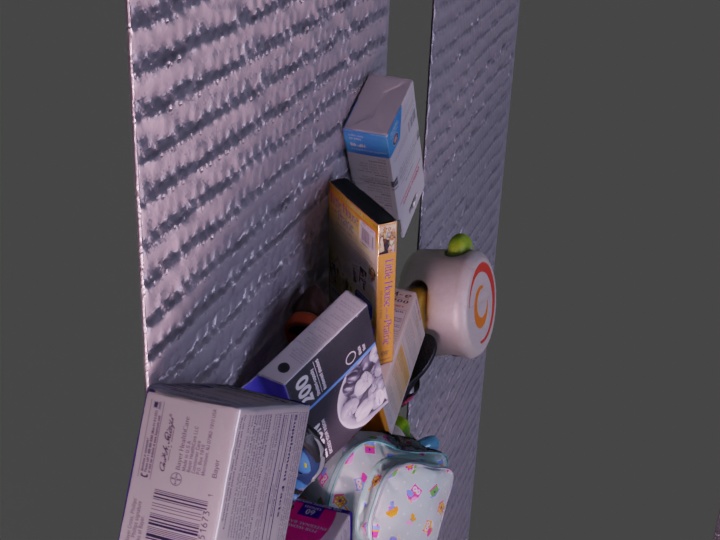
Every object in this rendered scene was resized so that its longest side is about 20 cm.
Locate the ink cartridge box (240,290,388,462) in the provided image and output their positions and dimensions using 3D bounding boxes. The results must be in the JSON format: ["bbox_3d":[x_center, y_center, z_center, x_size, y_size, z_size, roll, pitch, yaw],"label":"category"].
[{"bbox_3d":[-0.056,0.156,1.309,0.200,0.043,0.199,-41,143,-24],"label":"ink cartridge box"}]

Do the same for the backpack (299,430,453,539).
[{"bbox_3d":[0.021,0.315,1.520,0.199,0.153,0.178,18,89,-27],"label":"backpack"}]

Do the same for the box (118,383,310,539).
[{"bbox_3d":[-0.143,0.215,1.092,0.200,0.104,0.186,20,80,-72],"label":"box"}]

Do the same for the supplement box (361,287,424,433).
[{"bbox_3d":[0.032,0.141,1.653,0.126,0.073,0.201,75,31,-54],"label":"supplement box"}]

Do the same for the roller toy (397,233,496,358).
[{"bbox_3d":[0.140,0.057,1.839,0.183,0.138,0.201,67,34,-42],"label":"roller toy"}]

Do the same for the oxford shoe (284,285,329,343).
[{"bbox_3d":[-0.044,0.102,1.404,0.201,0.070,0.073,79,22,-49],"label":"oxford shoe"}]

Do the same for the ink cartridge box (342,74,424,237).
[{"bbox_3d":[0.035,-0.154,1.503,0.201,0.066,0.116,79,27,-48],"label":"ink cartridge box"}]

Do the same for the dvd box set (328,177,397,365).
[{"bbox_3d":[0.000,0.000,1.391,0.029,0.146,0.202,-13,120,-24],"label":"dvd box set"}]

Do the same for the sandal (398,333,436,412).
[{"bbox_3d":[0.057,0.187,1.732,0.201,0.075,0.045,-58,146,-15],"label":"sandal"}]

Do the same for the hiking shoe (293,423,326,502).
[{"bbox_3d":[-0.097,0.247,1.241,0.087,0.074,0.201,-50,167,-45],"label":"hiking shoe"}]

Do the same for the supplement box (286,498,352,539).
[{"bbox_3d":[-0.091,0.390,1.369,0.200,0.100,0.104,-53,149,-56],"label":"supplement box"}]

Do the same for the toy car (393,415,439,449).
[{"bbox_3d":[0.068,0.341,1.760,0.175,0.148,0.202,46,56,-68],"label":"toy car"}]
